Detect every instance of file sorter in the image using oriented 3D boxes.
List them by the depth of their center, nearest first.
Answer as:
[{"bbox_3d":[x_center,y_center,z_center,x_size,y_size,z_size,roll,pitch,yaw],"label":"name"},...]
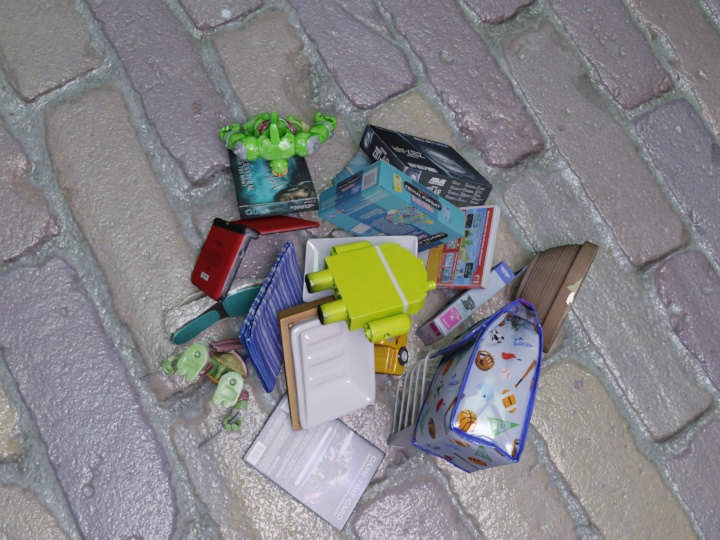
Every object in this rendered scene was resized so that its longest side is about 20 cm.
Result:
[{"bbox_3d":[0.134,0.218,1.050,0.135,0.201,0.128,11,69,-6],"label":"file sorter"}]

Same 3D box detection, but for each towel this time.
[{"bbox_3d":[-0.128,0.073,1.044,0.023,0.147,0.203,4,47,19],"label":"towel"}]

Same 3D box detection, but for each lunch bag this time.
[{"bbox_3d":[0.159,0.148,0.883,0.122,0.170,0.203,26,67,-4],"label":"lunch bag"}]

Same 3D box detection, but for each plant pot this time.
[{"bbox_3d":[0.329,0.032,1.145,0.091,0.202,0.203,27,70,19],"label":"plant pot"}]

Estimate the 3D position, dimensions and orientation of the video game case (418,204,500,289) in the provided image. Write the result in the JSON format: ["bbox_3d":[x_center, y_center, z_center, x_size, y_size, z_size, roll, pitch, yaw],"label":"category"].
[{"bbox_3d":[0.141,-0.039,1.142,0.017,0.196,0.147,31,66,-46],"label":"video game case"}]

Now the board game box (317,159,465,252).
[{"bbox_3d":[0.052,-0.092,1.073,0.197,0.149,0.048,25,60,-36],"label":"board game box"}]

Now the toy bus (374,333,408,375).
[{"bbox_3d":[0.043,0.071,1.118,0.078,0.064,0.206,21,72,-49],"label":"toy bus"}]

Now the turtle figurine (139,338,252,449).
[{"bbox_3d":[-0.236,0.187,0.997,0.196,0.194,0.147,-20,81,-11],"label":"turtle figurine"}]

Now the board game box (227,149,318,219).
[{"bbox_3d":[-0.154,-0.167,1.138,0.132,0.029,0.202,-8,44,-13],"label":"board game box"}]

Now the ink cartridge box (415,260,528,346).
[{"bbox_3d":[0.191,0.050,1.144,0.198,0.119,0.042,-35,85,-17],"label":"ink cartridge box"}]

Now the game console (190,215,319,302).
[{"bbox_3d":[-0.177,-0.027,1.072,0.117,0.199,0.176,24,86,-26],"label":"game console"}]

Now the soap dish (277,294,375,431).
[{"bbox_3d":[-0.054,0.136,1.044,0.154,0.081,0.205,-17,118,-25],"label":"soap dish"}]

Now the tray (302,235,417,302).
[{"bbox_3d":[0.000,0.000,1.091,0.195,0.022,0.110,-1,75,18],"label":"tray"}]

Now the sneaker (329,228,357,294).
[{"bbox_3d":[-0.033,0.021,1.146,0.079,0.075,0.205,11,70,8],"label":"sneaker"}]

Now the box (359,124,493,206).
[{"bbox_3d":[0.114,-0.182,1.153,0.196,0.044,0.161,7,32,-33],"label":"box"}]

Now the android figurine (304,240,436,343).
[{"bbox_3d":[0.020,0.023,0.998,0.195,0.042,0.184,-13,52,-20],"label":"android figurine"}]

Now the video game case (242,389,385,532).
[{"bbox_3d":[-0.075,0.306,1.082,0.198,0.019,0.144,35,72,0],"label":"video game case"}]

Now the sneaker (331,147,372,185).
[{"bbox_3d":[0.028,-0.122,1.173,0.130,0.080,0.199,-41,60,-13],"label":"sneaker"}]

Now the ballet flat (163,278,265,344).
[{"bbox_3d":[-0.241,0.051,1.100,0.196,0.072,0.073,-26,80,-16],"label":"ballet flat"}]

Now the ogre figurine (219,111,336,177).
[{"bbox_3d":[-0.141,-0.222,1.108,0.195,0.100,0.121,13,29,-10],"label":"ogre figurine"}]
